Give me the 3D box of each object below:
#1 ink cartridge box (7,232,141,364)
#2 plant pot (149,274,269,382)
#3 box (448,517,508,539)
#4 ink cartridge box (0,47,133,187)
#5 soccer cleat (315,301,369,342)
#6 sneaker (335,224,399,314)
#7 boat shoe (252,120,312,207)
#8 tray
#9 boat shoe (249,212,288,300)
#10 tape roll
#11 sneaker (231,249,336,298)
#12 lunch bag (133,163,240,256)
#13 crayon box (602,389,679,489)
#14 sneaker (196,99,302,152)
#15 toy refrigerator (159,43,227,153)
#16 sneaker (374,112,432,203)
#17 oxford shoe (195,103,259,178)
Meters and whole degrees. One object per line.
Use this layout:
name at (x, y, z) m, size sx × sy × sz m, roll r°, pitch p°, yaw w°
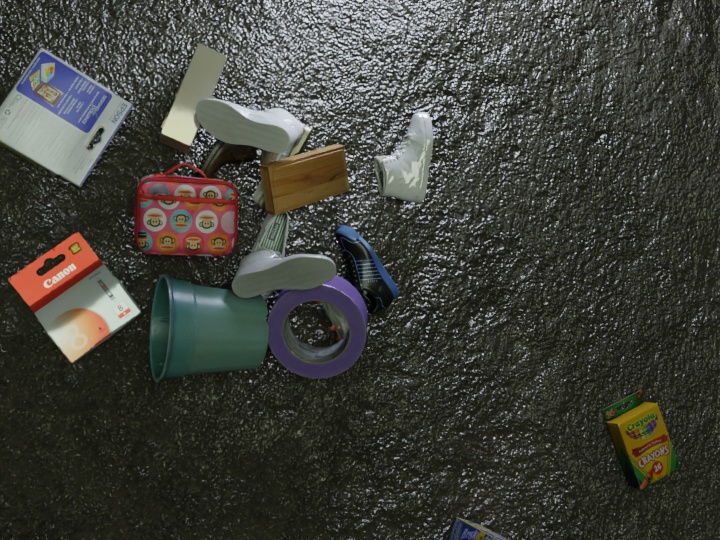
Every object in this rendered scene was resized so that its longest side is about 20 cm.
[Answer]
ink cartridge box at (-0.542, 0.049, 1.387) m, size 0.162 × 0.050 × 0.200 m, roll -38°, pitch 101°, yaw -17°
plant pot at (-0.289, 0.115, 1.398) m, size 0.195 × 0.200 × 0.202 m, roll 5°, pitch 85°, yaw -25°
box at (0.261, 0.579, 1.527) m, size 0.070 × 0.200 × 0.065 m, roll 22°, pitch 79°, yaw -14°
ink cartridge box at (-0.578, -0.290, 1.403) m, size 0.199 × 0.047 × 0.198 m, roll 32°, pitch 76°, yaw -15°
soccer cleat at (-0.050, 0.060, 1.538) m, size 0.077 × 0.069 × 0.201 m, roll -31°, pitch 103°, yaw -22°
sneaker at (0.000, 0.000, 1.552) m, size 0.078 × 0.070 × 0.200 m, roll -41°, pitch 100°, yaw -23°
boat shoe at (-0.177, -0.226, 1.515) m, size 0.068 × 0.075 × 0.201 m, roll 30°, pitch 77°, yaw 0°
tray at (-0.111, -0.189, 1.498) m, size 0.199 × 0.037 × 0.099 m, roll -24°, pitch 116°, yaw -38°
boat shoe at (-0.193, -0.033, 1.494) m, size 0.073 × 0.067 × 0.201 m, roll 12°, pitch 83°, yaw -16°
tape roll at (-0.085, 0.110, 1.467) m, size 0.199 × 0.085 × 0.201 m, roll 1°, pitch 107°, yaw 3°
sneaker at (-0.147, -0.011, 1.412) m, size 0.199 × 0.116 × 0.074 m, roll -9°, pitch 116°, yaw 0°
lunch bag at (-0.340, -0.120, 1.427) m, size 0.199 × 0.082 × 0.177 m, roll 1°, pitch 101°, yaw -19°
crayon box at (0.674, 0.405, 1.751) m, size 0.126 × 0.051 × 0.201 m, roll -22°, pitch 93°, yaw -17°
sneaker at (-0.213, -0.289, 1.431) m, size 0.199 × 0.116 × 0.074 m, roll 22°, pitch 116°, yaw 6°
toy refrigerator at (-0.340, -0.345, 1.464) m, size 0.070 × 0.076 × 0.201 m, roll 22°, pitch 81°, yaw -15°
sneaker at (0.090, -0.255, 1.589) m, size 0.115 × 0.074 × 0.201 m, roll 7°, pitch 85°, yaw -20°
oxford shoe at (-0.255, -0.245, 1.487) m, size 0.084 × 0.073 × 0.200 m, roll 45°, pitch 75°, yaw -12°
